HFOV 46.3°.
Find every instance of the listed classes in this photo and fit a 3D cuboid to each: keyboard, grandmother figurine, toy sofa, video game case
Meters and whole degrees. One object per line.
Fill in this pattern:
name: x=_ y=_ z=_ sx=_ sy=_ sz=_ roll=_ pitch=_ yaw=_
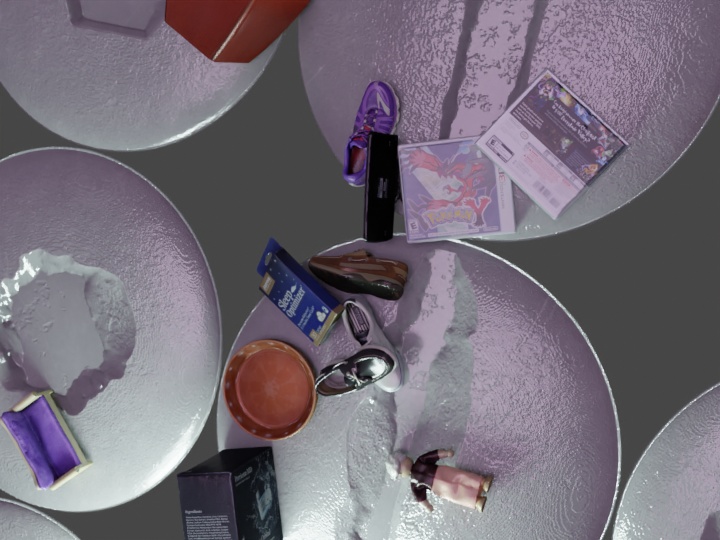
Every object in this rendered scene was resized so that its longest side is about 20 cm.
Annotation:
keyboard: x=0.035 y=-0.151 z=1.550 sx=0.040 sy=0.104 sz=0.201 roll=8 pitch=95 yaw=44
grandmother figurine: x=0.139 y=0.389 z=1.566 sx=0.200 sy=0.061 sz=0.121 roll=17 pitch=71 yaw=19
toy sofa: x=-0.669 y=0.360 z=1.792 sx=0.083 sy=0.098 sz=0.200 roll=-34 pitch=82 yaw=16
video game case: x=0.174 y=-0.149 z=1.527 sx=0.200 sy=0.023 sz=0.183 roll=-6 pitch=91 yaw=10
video game case: x=0.334 y=-0.221 z=1.474 sx=0.200 sy=0.023 sz=0.182 roll=45 pitch=99 yaw=7

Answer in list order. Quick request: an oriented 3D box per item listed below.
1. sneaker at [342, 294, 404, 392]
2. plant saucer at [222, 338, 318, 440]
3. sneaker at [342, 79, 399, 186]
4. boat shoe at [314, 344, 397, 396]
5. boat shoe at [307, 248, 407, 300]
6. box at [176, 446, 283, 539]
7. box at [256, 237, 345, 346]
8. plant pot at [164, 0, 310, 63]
sneaker: x=0.015 y=0.140 z=1.579 sx=0.073 sy=0.071 sz=0.200 roll=-31 pitch=84 yaw=16
plant saucer: x=-0.177 y=0.234 z=1.666 sx=0.200 sy=0.032 sz=0.201 roll=1 pitch=92 yaw=18
sneaker: x=0.016 y=-0.252 z=1.552 sx=0.080 sy=0.083 sz=0.200 roll=15 pitch=97 yaw=16
boat shoe: x=-0.013 y=0.190 z=1.550 sx=0.200 sy=0.060 sz=0.074 roll=-20 pitch=111 yaw=46
boat shoe: x=0.000 y=0.000 z=1.584 sx=0.200 sy=0.076 sz=0.074 roll=14 pitch=65 yaw=25
box: x=-0.245 y=0.460 z=1.612 sx=0.117 sy=0.197 sz=0.200 roll=-7 pitch=91 yaw=17
box: x=-0.126 y=0.041 z=1.607 sx=0.200 sy=0.032 sz=0.121 roll=44 pitch=141 yaw=12
plant pot: x=-0.248 y=-0.500 z=1.573 sx=0.200 sy=0.200 sz=0.176 roll=41 pitch=115 yaw=11
